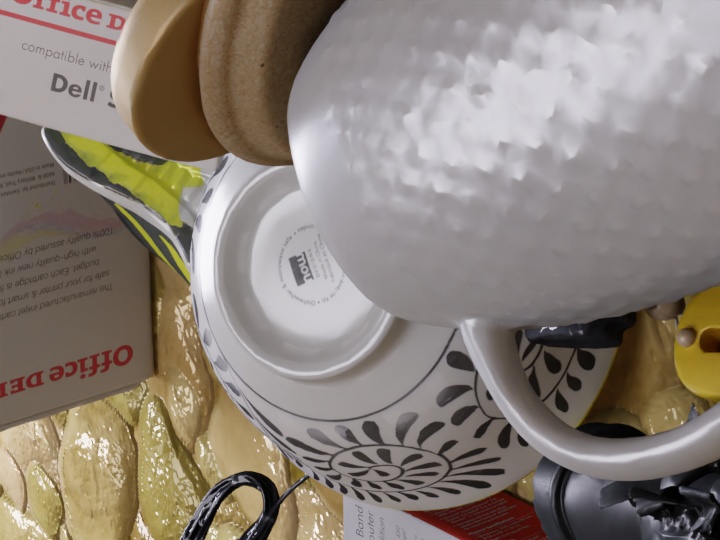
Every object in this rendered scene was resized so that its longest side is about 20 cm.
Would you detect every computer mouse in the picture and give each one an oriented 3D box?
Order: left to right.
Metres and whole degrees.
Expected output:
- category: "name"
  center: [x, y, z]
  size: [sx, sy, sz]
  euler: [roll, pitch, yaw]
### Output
- category: "computer mouse"
  center: [-0.008, 0.090, 0.939]
  size: [0.199, 0.034, 0.059]
  euler: [-37, 58, 19]

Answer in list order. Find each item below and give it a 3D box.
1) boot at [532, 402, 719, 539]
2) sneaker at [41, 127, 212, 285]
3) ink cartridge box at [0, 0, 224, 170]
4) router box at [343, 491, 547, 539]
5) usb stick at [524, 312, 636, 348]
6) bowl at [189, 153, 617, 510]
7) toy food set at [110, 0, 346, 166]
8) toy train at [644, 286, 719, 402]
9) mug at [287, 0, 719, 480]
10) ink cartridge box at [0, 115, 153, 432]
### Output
- category: "boot"
  center: [0.146, 0.134, 0.716]
  size: [0.199, 0.073, 0.162]
  euler: [57, 165, -14]
- category: "sneaker"
  center: [-0.062, -0.022, 0.980]
  size: [0.200, 0.074, 0.085]
  euler: [45, 178, 14]
- category: "ink cartridge box"
  center: [-0.099, -0.099, 0.850]
  size: [0.200, 0.116, 0.068]
  euler: [-79, 4, -73]
- category: "router box"
  center: [0.067, 0.206, 0.935]
  size: [0.179, 0.049, 0.202]
  euler: [20, 118, 47]
- category: "usb stick"
  center: [0.088, -0.073, 0.763]
  size: [0.055, 0.032, 0.202]
  euler: [-3, 78, 54]
- category: "bowl"
  center: [0.000, 0.000, 0.843]
  size: [0.199, 0.094, 0.203]
  euler: [0, 89, 28]
- category: "toy food set"
  center: [0.007, -0.120, 0.736]
  size: [0.049, 0.197, 0.201]
  euler: [37, 111, 22]
- category: "toy train"
  center: [0.158, -0.021, 0.738]
  size: [0.200, 0.055, 0.151]
  euler: [42, 108, 48]
- category: "mug"
  center: [0.077, -0.034, 0.655]
  size: [0.174, 0.147, 0.202]
  euler: [-23, 69, 24]
- category: "ink cartridge box"
  center: [-0.192, -0.027, 1.103]
  size: [0.085, 0.147, 0.202]
  euler: [24, 120, 45]
